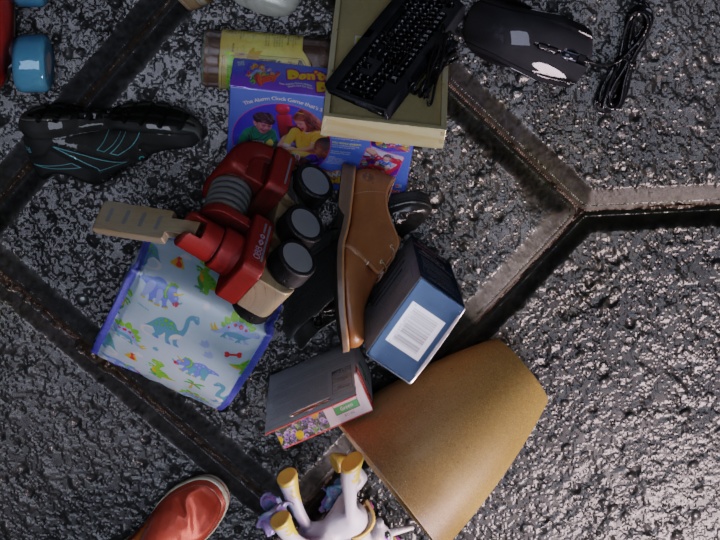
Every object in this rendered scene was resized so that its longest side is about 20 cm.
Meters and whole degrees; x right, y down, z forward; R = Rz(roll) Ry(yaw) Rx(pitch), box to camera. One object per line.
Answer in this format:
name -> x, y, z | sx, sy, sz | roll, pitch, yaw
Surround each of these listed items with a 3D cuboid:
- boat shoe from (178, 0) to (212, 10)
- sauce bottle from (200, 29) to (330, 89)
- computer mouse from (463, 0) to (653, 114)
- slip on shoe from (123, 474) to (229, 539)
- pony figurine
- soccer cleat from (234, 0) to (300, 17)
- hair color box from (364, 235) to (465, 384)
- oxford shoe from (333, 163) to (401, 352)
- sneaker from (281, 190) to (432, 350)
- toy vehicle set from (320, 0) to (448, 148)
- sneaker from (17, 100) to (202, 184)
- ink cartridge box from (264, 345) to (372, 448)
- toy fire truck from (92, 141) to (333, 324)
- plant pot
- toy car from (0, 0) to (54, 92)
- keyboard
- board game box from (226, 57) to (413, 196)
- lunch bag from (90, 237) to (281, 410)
boat shoe -> -0.236, -0.345, 1.450 | 0.069, 0.074, 0.200 | -37, 101, 19
sauce bottle -> -0.071, -0.220, 1.482 | 0.198, 0.065, 0.065 | 3, 104, -1
computer mouse -> 0.219, -0.263, 1.489 | 0.199, 0.046, 0.141 | 23, 103, -7
slip on shoe -> -0.231, 0.314, 1.608 | 0.200, 0.061, 0.074 | -39, 100, 6
pony figurine -> -0.040, 0.305, 1.560 | 0.193, 0.166, 0.201 | -37, 133, -10
soccer cleat -> -0.141, -0.340, 1.440 | 0.200, 0.078, 0.069 | 44, 86, -10
hair color box -> 0.054, 0.038, 1.477 | 0.060, 0.200, 0.100 | 34, 101, -9
oxford shoe -> 0.006, -0.013, 1.448 | 0.071, 0.071, 0.202 | 6, 77, -3
sneaker -> -0.001, -0.001, 1.514 | 0.199, 0.105, 0.060 | -25, 148, 12
toy vehicle set -> 0.028, -0.211, 1.430 | 0.123, 0.201, 0.027 | 7, 140, -2
sneaker -> -0.267, -0.138, 1.501 | 0.198, 0.076, 0.080 | 1, 115, 6
ink cartridge box -> -0.044, 0.142, 1.500 | 0.108, 0.200, 0.051 | -23, 103, 4
toy fire truck -> -0.152, -0.057, 1.425 | 0.199, 0.177, 0.129 | 30, 133, -19
plant pot -> 0.103, 0.172, 1.539 | 0.200, 0.186, 0.187 | -40, 102, -7
toy car -> -0.418, -0.248, 1.396 | 0.183, 0.200, 0.178 | 1, 104, -2
keyboard -> 0.051, -0.232, 1.407 | 0.103, 0.200, 0.040 | 24, 142, 12
board game box -> -0.041, -0.150, 1.475 | 0.198, 0.045, 0.135 | 6, 139, -3
lunch bag -> -0.190, 0.059, 1.518 | 0.169, 0.128, 0.200 | 26, 131, -7
